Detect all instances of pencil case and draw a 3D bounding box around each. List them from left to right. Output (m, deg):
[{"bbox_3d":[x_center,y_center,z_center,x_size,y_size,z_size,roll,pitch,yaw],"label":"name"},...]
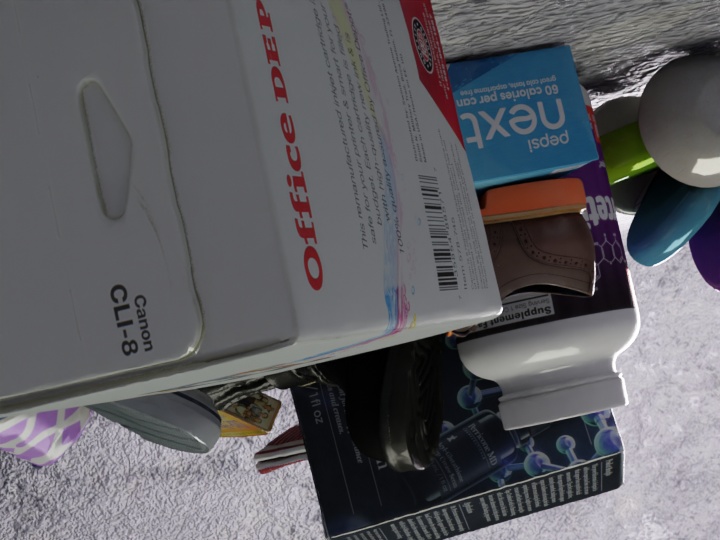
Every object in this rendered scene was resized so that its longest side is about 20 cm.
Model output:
[{"bbox_3d":[-0.281,0.067,1.098,0.084,0.086,0.200,-46,130,7],"label":"pencil case"}]

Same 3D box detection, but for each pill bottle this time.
[{"bbox_3d":[0.104,-0.009,0.935,0.112,0.201,0.112,-12,175,-1],"label":"pill bottle"}]

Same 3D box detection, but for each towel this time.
[{"bbox_3d":[0.020,0.111,1.210,0.144,0.023,0.200,-16,-174,28],"label":"towel"}]

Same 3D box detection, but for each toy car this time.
[{"bbox_3d":[0.247,-0.061,1.011,0.199,0.150,0.175,-11,176,-15],"label":"toy car"}]

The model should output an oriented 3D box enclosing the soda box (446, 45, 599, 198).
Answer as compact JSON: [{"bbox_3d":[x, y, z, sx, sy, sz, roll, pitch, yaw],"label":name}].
[{"bbox_3d":[0.020,-0.068,0.827,0.199,0.068,0.064,-11,174,-18],"label":"soda box"}]

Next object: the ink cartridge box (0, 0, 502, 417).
[{"bbox_3d":[-0.057,-0.033,0.558,0.144,0.146,0.200,-14,175,21],"label":"ink cartridge box"}]

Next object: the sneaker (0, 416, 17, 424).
[{"bbox_3d":[-0.169,-0.017,0.828,0.080,0.115,0.199,6,-144,28],"label":"sneaker"}]

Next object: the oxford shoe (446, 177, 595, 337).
[{"bbox_3d":[0.033,0.003,0.836,0.199,0.073,0.071,-13,174,-3],"label":"oxford shoe"}]

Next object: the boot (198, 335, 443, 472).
[{"bbox_3d":[-0.032,0.055,0.928,0.157,0.080,0.211,-10,-152,8],"label":"boot"}]

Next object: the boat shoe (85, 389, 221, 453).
[{"bbox_3d":[-0.157,0.053,0.957,0.200,0.067,0.074,17,159,35],"label":"boat shoe"}]

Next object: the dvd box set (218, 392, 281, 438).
[{"bbox_3d":[-0.170,0.072,1.150,0.200,0.029,0.146,27,165,-16],"label":"dvd box set"}]

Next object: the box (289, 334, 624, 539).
[{"bbox_3d":[0.061,0.093,1.034,0.199,0.149,0.107,-17,158,2],"label":"box"}]
